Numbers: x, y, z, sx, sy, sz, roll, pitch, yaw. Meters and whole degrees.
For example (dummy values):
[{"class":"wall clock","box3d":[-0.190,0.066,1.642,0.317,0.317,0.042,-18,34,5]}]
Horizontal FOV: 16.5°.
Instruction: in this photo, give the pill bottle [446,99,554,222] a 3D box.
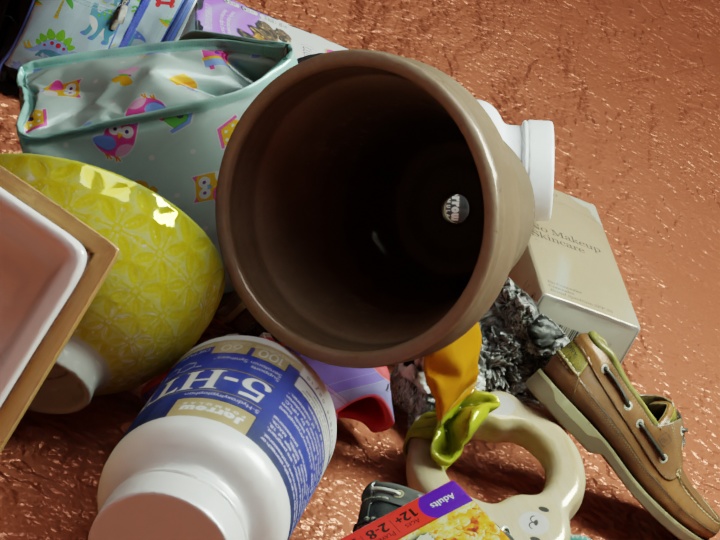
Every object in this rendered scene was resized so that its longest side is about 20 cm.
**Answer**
[{"class":"pill bottle","box3d":[0.053,-0.082,1.986,0.200,0.112,0.112,1,27,1]}]

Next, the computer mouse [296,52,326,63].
[{"class":"computer mouse","box3d":[-0.022,-0.108,1.765,0.053,0.200,0.139,-22,88,-14]}]

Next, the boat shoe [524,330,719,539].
[{"class":"boat shoe","box3d":[0.208,0.125,1.800,0.200,0.068,0.072,44,4,-27]}]

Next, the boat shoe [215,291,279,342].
[{"class":"boat shoe","box3d":[-0.055,0.007,1.847,0.068,0.072,0.200,43,23,-5]}]

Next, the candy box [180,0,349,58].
[{"class":"candy box","box3d":[-0.062,-0.152,2.108,0.200,0.072,0.168,22,20,-13]}]

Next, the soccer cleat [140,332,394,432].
[{"class":"soccer cleat","box3d":[-0.058,0.085,1.702,0.200,0.067,0.077,-7,69,-42]}]

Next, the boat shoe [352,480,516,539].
[{"class":"boat shoe","box3d":[0.089,0.190,1.618,0.200,0.072,0.068,19,48,-15]}]

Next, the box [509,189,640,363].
[{"class":"box","box3d":[0.154,0.011,2.024,0.095,0.078,0.200,19,27,-18]}]

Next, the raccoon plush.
[{"class":"raccoon plush","box3d":[0.102,0.100,1.846,0.200,0.134,0.097,50,-6,-34]}]

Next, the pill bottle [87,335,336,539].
[{"class":"pill bottle","box3d":[-0.093,0.130,1.511,0.120,0.120,0.200,28,25,1]}]

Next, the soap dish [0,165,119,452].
[{"class":"soap dish","box3d":[-0.248,0.028,1.476,0.157,0.200,0.081,34,9,13]}]

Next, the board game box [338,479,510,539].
[{"class":"board game box","box3d":[0.055,0.233,1.480,0.151,0.046,0.200,-26,53,-27]}]

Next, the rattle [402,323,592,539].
[{"class":"rattle","box3d":[0.120,0.133,1.686,0.130,0.143,0.200,-1,39,-34]}]

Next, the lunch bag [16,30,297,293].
[{"class":"lunch bag","box3d":[-0.125,-0.068,1.709,0.200,0.170,0.122,-12,33,-3]}]

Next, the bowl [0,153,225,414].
[{"class":"bowl","box3d":[-0.194,0.026,1.577,0.200,0.200,0.108,22,58,-12]}]

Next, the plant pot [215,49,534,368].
[{"class":"plant pot","box3d":[0.029,-0.041,1.621,0.200,0.200,0.175,37,16,19]}]

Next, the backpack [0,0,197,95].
[{"class":"backpack","box3d":[-0.206,-0.242,2.001,0.147,0.200,0.183,20,26,-16]}]
